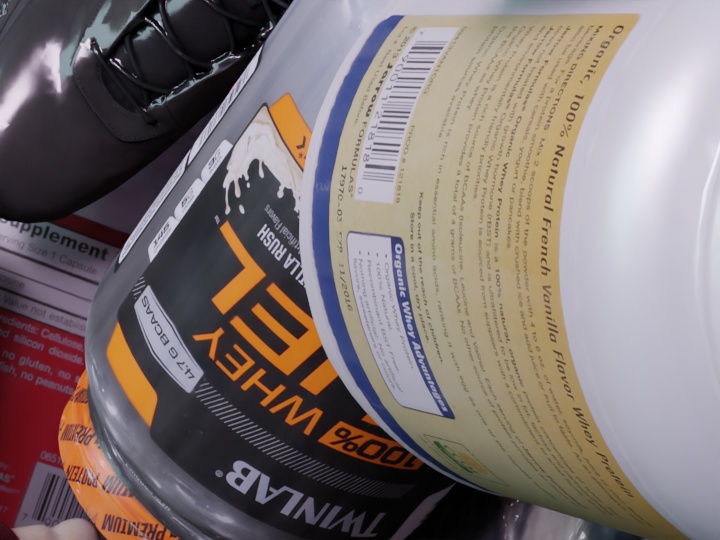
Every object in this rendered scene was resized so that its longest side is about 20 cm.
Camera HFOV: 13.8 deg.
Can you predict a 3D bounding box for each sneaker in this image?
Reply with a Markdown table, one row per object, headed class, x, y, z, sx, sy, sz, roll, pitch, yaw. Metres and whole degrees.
| class | x | y | z | sx | sy | sz | roll | pitch | yaw |
| --- | --- | --- | --- | --- | --- | --- | --- | --- | --- |
| sneaker | -0.053 | -0.092 | 0.998 | 0.200 | 0.076 | 0.091 | -45 | 17 | -9 |

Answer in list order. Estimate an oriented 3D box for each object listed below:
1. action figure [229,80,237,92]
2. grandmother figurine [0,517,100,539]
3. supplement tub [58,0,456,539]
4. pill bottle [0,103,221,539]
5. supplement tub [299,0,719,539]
| class | x | y | z | sx | sy | sz | roll | pitch | yaw |
| --- | --- | --- | --- | --- | --- | --- | --- | --- | --- |
| action figure | -0.001 | -0.047 | 0.963 | 0.200 | 0.065 | 0.099 | -54 | 37 | 27 |
| grandmother figurine | -0.108 | 0.131 | 0.886 | 0.060 | 0.199 | 0.122 | -8 | 65 | 61 |
| supplement tub | 0.000 | 0.000 | 0.860 | 0.200 | 0.122 | 0.123 | -54 | 30 | 31 |
| pill bottle | -0.117 | 0.014 | 1.085 | 0.112 | 0.112 | 0.201 | 17 | 87 | 64 |
| supplement tub | 0.087 | -0.008 | 0.673 | 0.200 | 0.144 | 0.145 | 10 | 81 | 64 |
